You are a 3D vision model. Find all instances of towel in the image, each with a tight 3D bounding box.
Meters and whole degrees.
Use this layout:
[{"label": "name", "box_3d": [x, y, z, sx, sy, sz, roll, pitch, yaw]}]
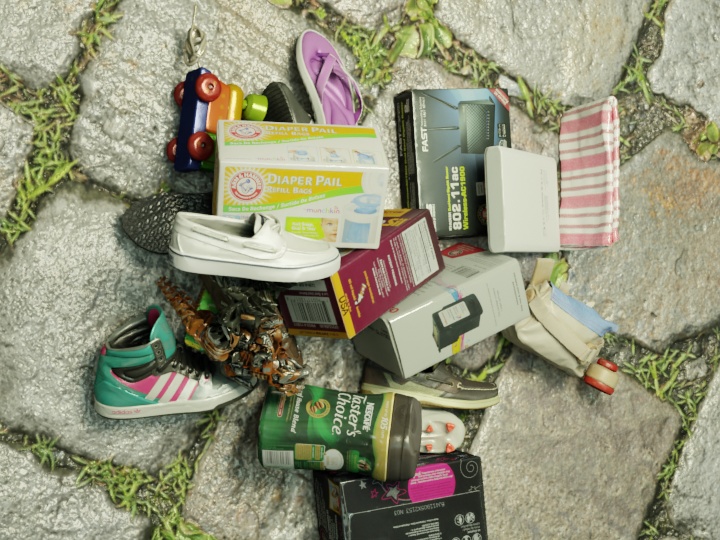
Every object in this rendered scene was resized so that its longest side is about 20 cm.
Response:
[{"label": "towel", "box_3d": [0.311, -0.131, 1.524, 0.029, 0.146, 0.204, 1, 89, -16]}]

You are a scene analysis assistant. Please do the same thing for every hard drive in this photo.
[{"label": "hard drive", "box_3d": [0.221, -0.091, 1.488, 0.199, 0.026, 0.135, -1, 88, -59]}]

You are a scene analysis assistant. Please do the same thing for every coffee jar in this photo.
[{"label": "coffee jar", "box_3d": [-0.023, 0.196, 1.350, 0.196, 0.086, 0.105, 6, 42, 3]}]

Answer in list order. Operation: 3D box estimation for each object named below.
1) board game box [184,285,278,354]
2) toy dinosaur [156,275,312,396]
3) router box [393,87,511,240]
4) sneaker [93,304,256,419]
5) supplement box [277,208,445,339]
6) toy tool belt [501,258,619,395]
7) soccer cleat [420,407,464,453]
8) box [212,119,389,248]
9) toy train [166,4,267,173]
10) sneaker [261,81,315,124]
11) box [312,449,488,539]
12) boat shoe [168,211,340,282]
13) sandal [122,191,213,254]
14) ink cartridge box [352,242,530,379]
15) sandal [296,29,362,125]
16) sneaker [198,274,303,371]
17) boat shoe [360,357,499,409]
[{"label": "board game box", "box_3d": [-0.146, 0.017, 1.397, 0.094, 0.030, 0.203, 25, 77, -19]}, {"label": "toy dinosaur", "box_3d": [-0.143, 0.069, 1.276, 0.197, 0.103, 0.137, 21, 120, -21]}, {"label": "router box", "box_3d": [0.129, -0.144, 1.493, 0.147, 0.062, 0.204, -5, 91, -22]}, {"label": "sneaker", "box_3d": [-0.222, 0.101, 1.319, 0.196, 0.084, 0.123, -7, 117, -17]}, {"label": "supplement box", "box_3d": [0.000, 0.000, 1.372, 0.199, 0.109, 0.087, -34, 115, -41]}, {"label": "toy tool belt", "box_3d": [0.298, 0.076, 1.528, 0.198, 0.125, 0.124, 29, 87, -19]}, {"label": "soccer cleat", "box_3d": [0.038, 0.206, 1.451, 0.196, 0.078, 0.071, 6, 97, -2]}, {"label": "box", "box_3d": [-0.074, -0.101, 1.297, 0.196, 0.102, 0.114, 1, 124, -9]}, {"label": "toy train", "box_3d": [-0.165, -0.216, 1.370, 0.114, 0.084, 0.204, 9, 85, -32]}, {"label": "sneaker", "box_3d": [-0.062, -0.151, 1.420, 0.088, 0.074, 0.203, -28, 99, -38]}, {"label": "box", "box_3d": [0.050, 0.311, 1.424, 0.196, 0.114, 0.135, -6, 92, -21]}, {"label": "boat shoe", "box_3d": [-0.113, -0.031, 1.232, 0.196, 0.074, 0.067, 1, 114, -21]}, {"label": "sandal", "box_3d": [-0.195, -0.065, 1.366, 0.197, 0.045, 0.077, -13, 86, -18]}, {"label": "ink cartridge box", "box_3d": [0.094, 0.047, 1.426, 0.197, 0.145, 0.084, -24, 110, -20]}, {"label": "sandal", "box_3d": [-0.027, -0.224, 1.402, 0.082, 0.050, 0.206, 8, 59, -44]}, {"label": "sneaker", "box_3d": [-0.132, 0.056, 1.348, 0.070, 0.075, 0.201, -40, 103, -18]}, {"label": "boat shoe", "box_3d": [0.097, 0.146, 1.469, 0.196, 0.073, 0.066, 5, 92, -22]}]
